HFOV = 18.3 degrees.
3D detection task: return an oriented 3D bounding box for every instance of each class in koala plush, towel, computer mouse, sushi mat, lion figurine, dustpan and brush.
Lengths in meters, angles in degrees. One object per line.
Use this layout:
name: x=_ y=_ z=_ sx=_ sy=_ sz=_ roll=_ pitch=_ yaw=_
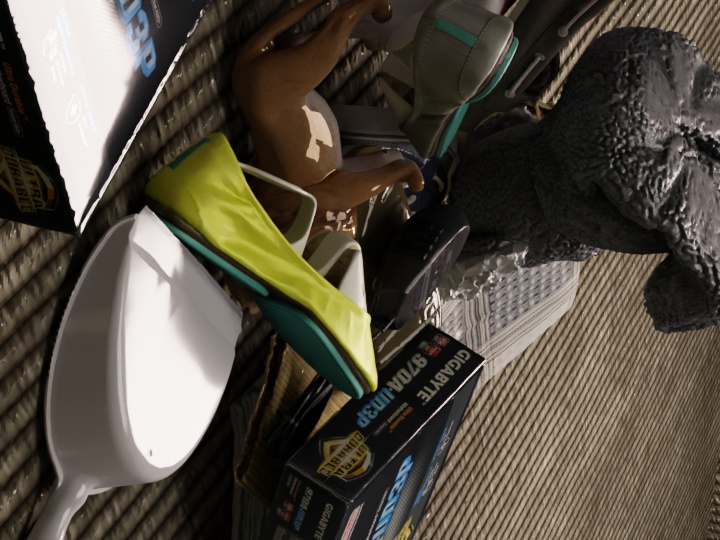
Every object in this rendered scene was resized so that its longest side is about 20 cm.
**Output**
koala plush: x=0.139 y=-0.060 z=1.461 sx=0.184 sy=0.200 sz=0.178 roll=41 pitch=49 yaw=-38
towel: x=0.091 y=0.025 z=1.624 sx=0.200 sy=0.035 sz=0.193 roll=-36 pitch=154 yaw=-21
computer mouse: x=0.000 y=0.032 z=1.322 sx=0.200 sy=0.034 sz=0.059 roll=-50 pitch=165 yaw=-28
sushi mat: x=-0.039 y=0.104 z=1.370 sx=0.200 sy=0.012 sz=0.096 roll=57 pitch=47 yaw=-70
towel: x=-0.039 y=0.095 z=1.453 sx=0.200 sy=0.031 sz=0.149 roll=-56 pitch=156 yaw=-56
lion figurine: x=-0.035 y=-0.077 z=1.253 sx=0.072 sy=0.122 sz=0.200 roll=-128 pitch=-158 yaw=-64
dustpan and brush: x=-0.129 y=0.084 z=1.117 sx=0.140 sy=0.057 sz=0.200 roll=52 pitch=45 yaw=-56

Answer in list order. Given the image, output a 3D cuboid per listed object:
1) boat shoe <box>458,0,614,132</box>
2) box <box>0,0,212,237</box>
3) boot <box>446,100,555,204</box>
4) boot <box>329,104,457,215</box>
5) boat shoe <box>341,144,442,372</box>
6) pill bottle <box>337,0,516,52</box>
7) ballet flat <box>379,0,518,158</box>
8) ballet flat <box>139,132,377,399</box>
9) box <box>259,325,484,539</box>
boat shoe: x=0.112 y=-0.138 z=1.365 sx=0.067 sy=0.057 sz=0.200 roll=-52 pitch=176 yaw=-39
box: x=-0.127 y=-0.138 z=0.953 sx=0.200 sy=0.046 sz=0.159 roll=81 pitch=27 yaw=-50
boot: x=0.133 y=-0.109 z=1.619 sx=0.200 sy=0.155 sz=0.073 roll=80 pitch=18 yaw=-53
boot: x=0.023 y=-0.056 z=1.452 sx=0.200 sy=0.073 sz=0.091 roll=9 pitch=87 yaw=-74
boat shoe: x=-0.001 y=0.000 z=1.395 sx=0.072 sy=0.066 sz=0.201 roll=-43 pitch=136 yaw=-30
pill bottle: x=0.065 y=-0.216 z=1.406 sx=0.200 sy=0.113 sz=0.113 roll=-51 pitch=149 yaw=-57
ballet flat: x=0.043 y=-0.116 z=1.289 sx=0.067 sy=0.064 sz=0.200 roll=-63 pitch=-178 yaw=-12
ballet flat: x=-0.037 y=-0.004 z=1.196 sx=0.067 sy=0.067 sz=0.200 roll=-54 pitch=130 yaw=-9
box: x=-0.007 y=0.148 z=1.358 sx=0.159 sy=0.046 sz=0.200 roll=-41 pitch=159 yaw=-45
